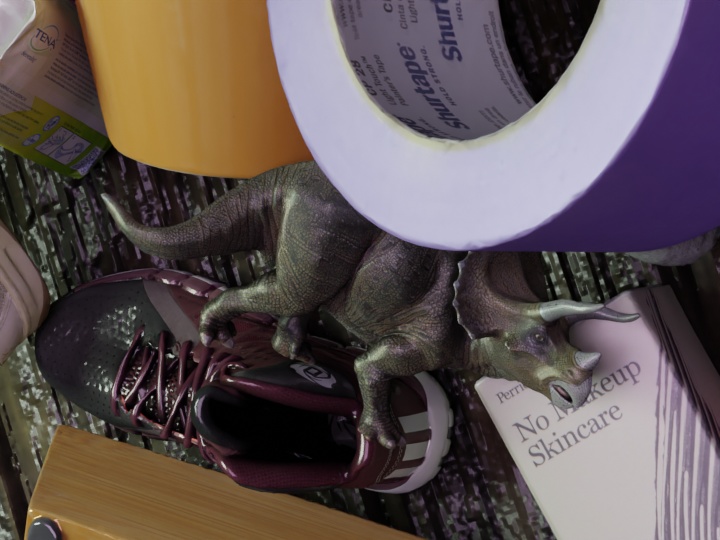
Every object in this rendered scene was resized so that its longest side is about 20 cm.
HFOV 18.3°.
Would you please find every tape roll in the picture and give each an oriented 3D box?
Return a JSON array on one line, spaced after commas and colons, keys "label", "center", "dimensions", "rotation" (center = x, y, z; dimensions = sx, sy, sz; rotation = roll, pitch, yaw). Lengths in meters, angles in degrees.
[{"label": "tape roll", "center": [0.062, -0.106, 0.731], "dimensions": [0.199, 0.085, 0.202], "rotation": [0, 89, 48]}]

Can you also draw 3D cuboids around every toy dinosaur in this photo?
[{"label": "toy dinosaur", "center": [0.000, 0.000, 0.869], "dimensions": [0.199, 0.077, 0.103], "rotation": [31, 111, 1]}]

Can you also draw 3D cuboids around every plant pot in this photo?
[{"label": "plant pot", "center": [-0.041, -0.141, 0.896], "dimensions": [0.199, 0.200, 0.185], "rotation": [8, 109, 20]}]

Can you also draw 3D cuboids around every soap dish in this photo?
[{"label": "soap dish", "center": [-0.059, 0.169, 0.942], "dimensions": [0.199, 0.081, 0.159], "rotation": [16, 108, 18]}]

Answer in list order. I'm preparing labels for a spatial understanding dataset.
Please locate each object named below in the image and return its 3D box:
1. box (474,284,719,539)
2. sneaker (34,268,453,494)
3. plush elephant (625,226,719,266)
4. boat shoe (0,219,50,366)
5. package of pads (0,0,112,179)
[{"label": "box", "center": [0.132, 0.111, 0.888], "dimensions": [0.082, 0.068, 0.201], "rotation": [-33, 80, 19]}, {"label": "sneaker", "center": [-0.067, 0.046, 0.938], "dimensions": [0.199, 0.115, 0.076], "rotation": [12, 95, 20]}, {"label": "plush elephant", "center": [0.179, -0.111, 0.774], "dimensions": [0.163, 0.155, 0.202], "rotation": [5, 72, -22]}, {"label": "boat shoe", "center": [-0.215, -0.033, 0.947], "dimensions": [0.072, 0.065, 0.200], "rotation": [-17, 117, 45]}, {"label": "package of pads", "center": [-0.195, -0.134, 0.960], "dimensions": [0.200, 0.154, 0.068], "rotation": [41, 93, 15]}]
